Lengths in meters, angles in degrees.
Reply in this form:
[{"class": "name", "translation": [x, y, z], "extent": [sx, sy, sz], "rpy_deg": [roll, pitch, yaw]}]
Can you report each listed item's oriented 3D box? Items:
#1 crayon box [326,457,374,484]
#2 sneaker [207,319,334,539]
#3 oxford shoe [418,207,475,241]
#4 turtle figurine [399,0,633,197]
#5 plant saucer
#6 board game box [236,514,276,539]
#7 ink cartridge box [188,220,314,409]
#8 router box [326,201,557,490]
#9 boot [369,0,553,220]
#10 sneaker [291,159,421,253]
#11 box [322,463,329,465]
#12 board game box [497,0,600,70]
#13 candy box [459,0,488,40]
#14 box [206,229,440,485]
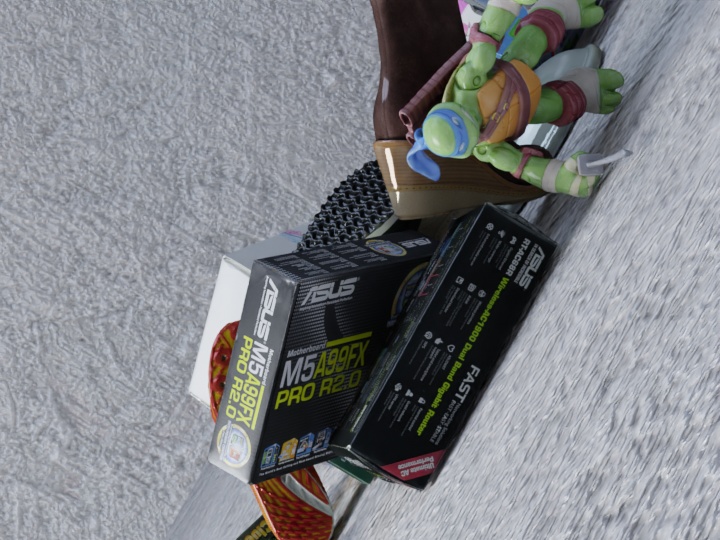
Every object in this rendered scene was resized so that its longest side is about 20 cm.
[{"class": "crayon box", "translation": [0.010, 0.101, 1.791], "extent": [0.126, 0.051, 0.200], "rpy_deg": [-60, 4, 0]}, {"class": "sneaker", "translation": [-0.078, 0.139, 1.748], "extent": [0.073, 0.201, 0.077], "rpy_deg": [-17, -3, -7]}, {"class": "oxford shoe", "translation": [0.022, -0.005, 1.727], "extent": [0.200, 0.075, 0.070], "rpy_deg": [-31, 4, 12]}, {"class": "turtle figurine", "translation": [0.139, -0.132, 1.471], "extent": [0.200, 0.144, 0.194], "rpy_deg": [-48, -5, 36]}, {"class": "plant saucer", "translation": [0.134, -0.115, 1.828], "extent": [0.201, 0.050, 0.200], "rpy_deg": [-60, 4, 8]}, {"class": "board game box", "translation": [-0.118, 0.260, 1.817], "extent": [0.200, 0.023, 0.105], "rpy_deg": [-41, -12, -32]}, {"class": "ink cartridge box", "translation": [-0.043, 0.040, 1.857], "extent": [0.200, 0.087, 0.146], "rpy_deg": [-26, -41, -50]}, {"class": "router box", "translation": [0.055, 0.056, 1.515], "extent": [0.200, 0.062, 0.150], "rpy_deg": [-60, 4, -6]}, {"class": "boot", "translation": [0.080, -0.130, 1.584], "extent": [0.200, 0.072, 0.167], "rpy_deg": [-12, -81, -52]}, {"class": "sneaker", "translation": [0.000, 0.000, 1.671], "extent": [0.070, 0.090, 0.200], "rpy_deg": [28, 76, 46]}, {"class": "box", "translation": [-0.040, 0.073, 2.085], "extent": [0.200, 0.122, 0.193], "rpy_deg": [-60, 6, -7]}, {"class": "board game box", "translation": [0.186, -0.248, 1.933], "extent": [0.200, 0.037, 0.151], "rpy_deg": [-59, -14, -9]}, {"class": "candy box", "translation": [0.125, -0.202, 2.009], "extent": [0.200, 0.061, 0.137], "rpy_deg": [-38, -26, -62]}, {"class": "box", "translation": [-0.019, 0.060, 1.576], "extent": [0.200, 0.044, 0.161], "rpy_deg": [-11, -58, -54]}]
